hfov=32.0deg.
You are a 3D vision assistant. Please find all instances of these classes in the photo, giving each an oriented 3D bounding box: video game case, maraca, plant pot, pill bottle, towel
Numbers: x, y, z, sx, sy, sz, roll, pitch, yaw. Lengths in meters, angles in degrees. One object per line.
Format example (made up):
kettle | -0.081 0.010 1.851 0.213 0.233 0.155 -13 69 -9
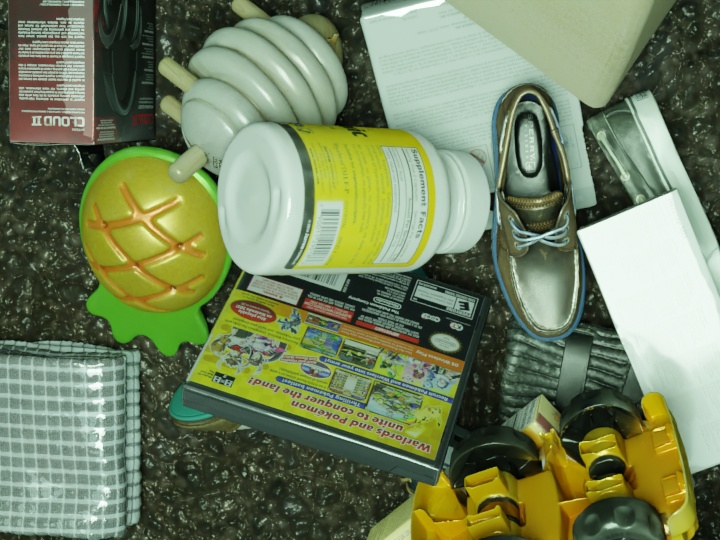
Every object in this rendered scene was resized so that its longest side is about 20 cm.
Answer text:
video game case | -0.013 0.060 0.963 0.197 0.182 0.026 17 135 7
maraca | -0.175 -0.013 1.063 0.135 0.107 0.202 17 124 7
plant pot | 0.167 -0.277 0.893 0.199 0.177 0.201 36 73 3
pill bottle | -0.001 -0.053 0.959 0.198 0.111 0.113 0 100 -35
towel | -0.295 0.149 1.110 0.197 0.086 0.168 1 97 9

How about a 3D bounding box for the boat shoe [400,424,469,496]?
boat shoe | 0.060 0.176 1.063 0.198 0.071 0.092 26 107 8

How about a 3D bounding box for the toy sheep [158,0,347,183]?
toy sheep | -0.086 -0.138 1.009 0.138 0.138 0.200 42 68 2

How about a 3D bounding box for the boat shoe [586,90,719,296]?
boat shoe | 0.243 -0.041 1.009 0.063 0.071 0.202 -24 86 11

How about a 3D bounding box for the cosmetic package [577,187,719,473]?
cosmetic package | 0.241 0.046 0.954 0.082 0.051 0.203 -22 90 16

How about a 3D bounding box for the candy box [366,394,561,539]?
candy box | 0.107 0.207 1.000 0.116 0.055 0.200 46 112 -5

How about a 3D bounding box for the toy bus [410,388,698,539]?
toy bus | 0.160 0.207 0.895 0.198 0.136 0.193 -23 120 18

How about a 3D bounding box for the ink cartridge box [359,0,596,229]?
ink cartridge box | 0.099 -0.138 1.038 0.160 0.057 0.202 -12 116 10

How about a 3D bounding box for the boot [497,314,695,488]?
boot | 0.191 0.141 1.032 0.155 0.079 0.215 0 93 6

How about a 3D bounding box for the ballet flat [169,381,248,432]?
ballet flat | -0.079 0.095 1.071 0.072 0.068 0.199 33 128 -31

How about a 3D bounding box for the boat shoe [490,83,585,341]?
boat shoe | 0.133 -0.044 0.974 0.071 0.072 0.203 -10 89 6

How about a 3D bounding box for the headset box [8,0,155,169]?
headset box | -0.223 -0.185 1.022 0.076 0.149 0.203 2 97 10

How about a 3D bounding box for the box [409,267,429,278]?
box | 0.000 0.000 1.060 0.082 0.049 0.201 -37 91 12
